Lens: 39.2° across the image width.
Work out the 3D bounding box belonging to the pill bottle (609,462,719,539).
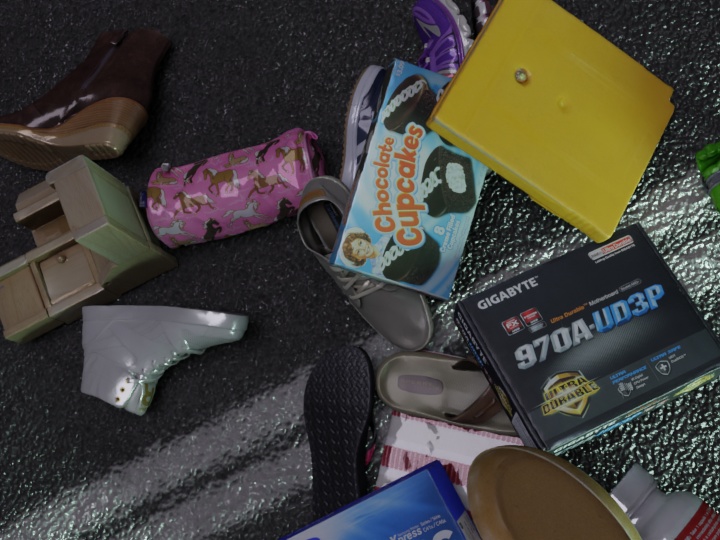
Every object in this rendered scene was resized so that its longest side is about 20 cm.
[{"bbox_3d":[0.289,0.266,0.872,0.200,0.112,0.112,42,93,18],"label":"pill bottle"}]

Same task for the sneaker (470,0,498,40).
[{"bbox_3d":[0.180,-0.215,1.019,0.115,0.076,0.201,-12,85,5],"label":"sneaker"}]

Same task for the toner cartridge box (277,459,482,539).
[{"bbox_3d":[0.008,0.267,0.962,0.200,0.043,0.095,-31,82,18],"label":"toner cartridge box"}]

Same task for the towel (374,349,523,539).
[{"bbox_3d":[0.092,0.186,0.989,0.143,0.023,0.201,10,81,19],"label":"towel"}]

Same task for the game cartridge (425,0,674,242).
[{"bbox_3d":[0.184,-0.150,0.947,0.200,0.032,0.177,34,71,-8],"label":"game cartridge"}]

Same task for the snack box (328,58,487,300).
[{"bbox_3d":[0.054,-0.084,0.952,0.116,0.037,0.201,17,87,-11],"label":"snack box"}]

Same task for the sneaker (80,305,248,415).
[{"bbox_3d":[-0.208,0.095,1.065,0.199,0.074,0.116,-1,81,25],"label":"sneaker"}]

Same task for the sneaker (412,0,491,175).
[{"bbox_3d":[0.079,-0.186,1.019,0.083,0.081,0.201,-11,77,-4],"label":"sneaker"}]

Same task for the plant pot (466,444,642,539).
[{"bbox_3d":[0.173,0.230,0.865,0.027,0.200,0.200,-33,69,-32],"label":"plant pot"}]

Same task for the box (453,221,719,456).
[{"bbox_3d":[0.208,0.063,0.921,0.199,0.046,0.159,-22,66,-13],"label":"box"}]

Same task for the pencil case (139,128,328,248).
[{"bbox_3d":[-0.129,-0.087,1.068,0.199,0.087,0.083,-13,46,12],"label":"pencil case"}]

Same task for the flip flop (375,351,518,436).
[{"bbox_3d":[0.108,0.110,0.957,0.199,0.058,0.081,5,80,16],"label":"flip flop"}]

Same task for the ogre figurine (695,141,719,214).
[{"bbox_3d":[0.404,-0.058,0.909,0.199,0.098,0.120,13,72,6],"label":"ogre figurine"}]

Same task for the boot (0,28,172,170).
[{"bbox_3d":[-0.321,-0.199,1.150,0.199,0.072,0.167,3,59,20],"label":"boot"}]

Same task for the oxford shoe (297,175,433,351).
[{"bbox_3d":[0.000,0.000,0.989,0.075,0.058,0.200,-30,98,27],"label":"oxford shoe"}]

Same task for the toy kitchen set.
[{"bbox_3d":[-0.337,-0.050,1.064,0.199,0.180,0.164,-27,73,5],"label":"toy kitchen set"}]

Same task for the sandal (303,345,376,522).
[{"bbox_3d":[-0.016,0.172,1.013,0.075,0.045,0.201,5,96,28],"label":"sandal"}]

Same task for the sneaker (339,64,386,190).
[{"bbox_3d":[0.037,-0.106,1.029,0.108,0.070,0.201,9,89,21],"label":"sneaker"}]
